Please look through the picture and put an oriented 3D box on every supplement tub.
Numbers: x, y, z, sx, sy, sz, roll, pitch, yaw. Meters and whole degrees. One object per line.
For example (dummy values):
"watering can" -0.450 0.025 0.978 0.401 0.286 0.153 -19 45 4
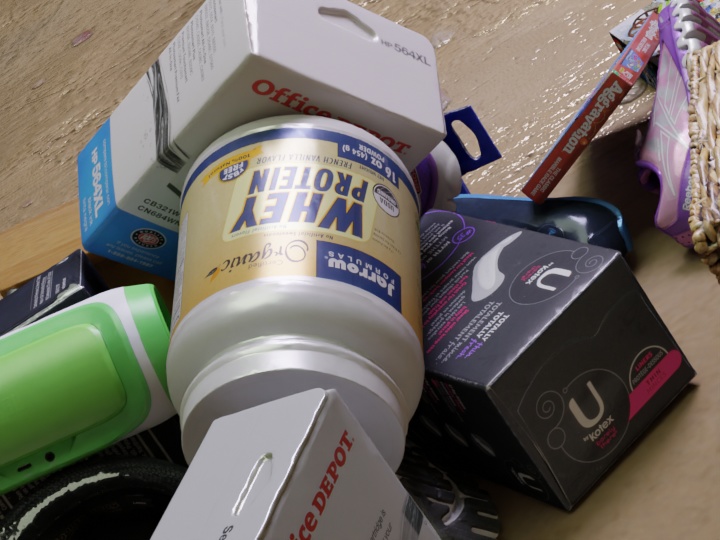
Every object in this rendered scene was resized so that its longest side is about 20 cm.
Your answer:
"supplement tub" -0.036 0.024 1.230 0.144 0.144 0.200 -23 41 21

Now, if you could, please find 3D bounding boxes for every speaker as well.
"speaker" -0.200 0.080 1.272 0.200 0.089 0.088 -23 25 -1

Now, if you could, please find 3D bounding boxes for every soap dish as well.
"soap dish" -0.145 0.038 1.486 0.157 0.200 0.081 -22 24 22

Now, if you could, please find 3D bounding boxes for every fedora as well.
"fedora" -0.140 0.212 1.277 0.201 0.201 0.092 -36 -10 -7

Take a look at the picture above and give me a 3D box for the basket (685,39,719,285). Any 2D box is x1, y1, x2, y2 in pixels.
"basket" 0.281 -0.058 1.223 0.149 0.143 0.200 -27 31 26

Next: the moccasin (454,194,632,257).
"moccasin" 0.083 -0.012 1.451 0.200 0.081 0.068 -11 29 40

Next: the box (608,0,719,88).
"box" 0.277 -0.171 1.557 0.137 0.038 0.200 -34 25 -1

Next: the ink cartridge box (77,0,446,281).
"ink cartridge box" -0.064 -0.078 1.337 0.200 0.146 0.084 -44 38 38

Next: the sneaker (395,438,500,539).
"sneaker" 0.010 0.144 1.289 0.200 0.078 0.090 36 102 55

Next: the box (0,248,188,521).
"box" -0.207 0.127 1.387 0.198 0.200 0.123 -33 14 0

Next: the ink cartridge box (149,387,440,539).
"ink cartridge box" -0.017 0.181 1.087 0.083 0.200 0.147 -16 30 33

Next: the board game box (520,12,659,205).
"board game box" 0.164 -0.114 1.483 0.103 0.019 0.200 -55 -2 23

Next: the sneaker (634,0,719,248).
"sneaker" 0.215 -0.095 1.417 0.088 0.080 0.200 -35 43 31

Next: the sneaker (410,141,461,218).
"sneaker" 0.000 0.000 1.428 0.083 0.200 0.081 3 18 -29

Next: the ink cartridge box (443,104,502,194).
"ink cartridge box" 0.001 -0.052 1.553 0.200 0.136 0.076 -34 27 -1

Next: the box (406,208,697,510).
"box" 0.083 0.050 1.313 0.122 0.106 0.200 -44 28 -18
